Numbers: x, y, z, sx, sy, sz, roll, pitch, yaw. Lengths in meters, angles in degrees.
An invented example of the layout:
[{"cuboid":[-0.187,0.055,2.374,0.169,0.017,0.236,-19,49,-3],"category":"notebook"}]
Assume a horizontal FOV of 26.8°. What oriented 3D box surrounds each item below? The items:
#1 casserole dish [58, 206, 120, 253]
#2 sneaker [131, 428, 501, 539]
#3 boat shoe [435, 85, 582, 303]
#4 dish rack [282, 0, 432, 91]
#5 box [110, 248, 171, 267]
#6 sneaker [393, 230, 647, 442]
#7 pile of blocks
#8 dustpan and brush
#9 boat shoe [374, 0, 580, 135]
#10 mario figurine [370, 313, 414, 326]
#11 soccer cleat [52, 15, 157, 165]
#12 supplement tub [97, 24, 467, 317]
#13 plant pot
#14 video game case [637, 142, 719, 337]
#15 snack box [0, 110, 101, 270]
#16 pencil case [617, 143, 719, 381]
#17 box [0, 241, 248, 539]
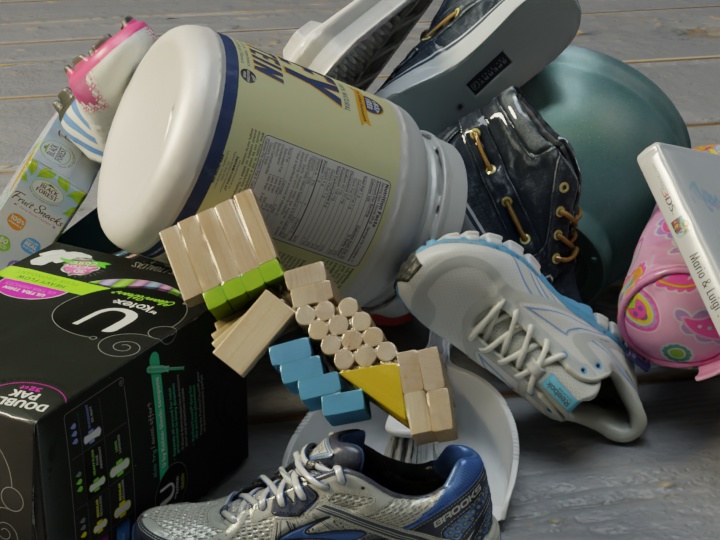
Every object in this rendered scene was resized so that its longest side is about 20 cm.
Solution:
[{"cuboid":[-0.153,-0.047,1.184,0.200,0.039,0.121,-30,-7,36],"category":"casserole dish"},{"cuboid":[-0.024,0.124,0.816,0.200,0.085,0.077,-2,22,-4],"category":"sneaker"},{"cuboid":[0.125,-0.024,1.024,0.091,0.200,0.071,-35,0,19],"category":"boat shoe"},{"cuboid":[-0.025,-0.146,1.104,0.044,0.172,0.200,41,40,1],"category":"dish rack"},{"cuboid":[-0.120,-0.008,1.083,0.200,0.046,0.159,-23,8,-26],"category":"box"},{"cuboid":[0.109,0.046,0.936,0.200,0.075,0.087,28,25,-27],"category":"sneaker"},{"cuboid":[-0.028,0.041,0.836,0.200,0.062,0.082,40,81,21],"category":"pile of blocks"},{"cuboid":[0.040,0.080,0.954,0.140,0.057,0.200,5,22,13],"category":"dustpan and brush"},{"cuboid":[0.063,-0.145,1.090,0.200,0.071,0.091,-37,33,6],"category":"boat shoe"},{"cuboid":[0.000,0.000,1.165,0.106,0.123,0.200,37,-1,-23],"category":"mario figurine"},{"cuboid":[-0.159,-0.114,1.044,0.070,0.086,0.200,-42,6,-16],"category":"soccer cleat"},{"cuboid":[-0.049,-0.056,0.951,0.200,0.145,0.145,19,13,-26],"category":"supplement tub"},{"cuboid":[0.139,-0.052,1.142,0.200,0.200,0.134,7,48,17],"category":"plant pot"},{"cuboid":[0.275,0.008,0.961,0.200,0.024,0.182,5,56,-43],"category":"video game case"},{"cuboid":[-0.251,-0.051,1.170,0.053,0.142,0.200,31,19,-13],"category":"snack box"},{"cuboid":[0.231,-0.010,1.022,0.087,0.087,0.200,7,33,17],"category":"pencil case"},{"cuboid":[-0.176,0.082,0.867,0.148,0.124,0.200,12,26,25],"category":"box"}]
